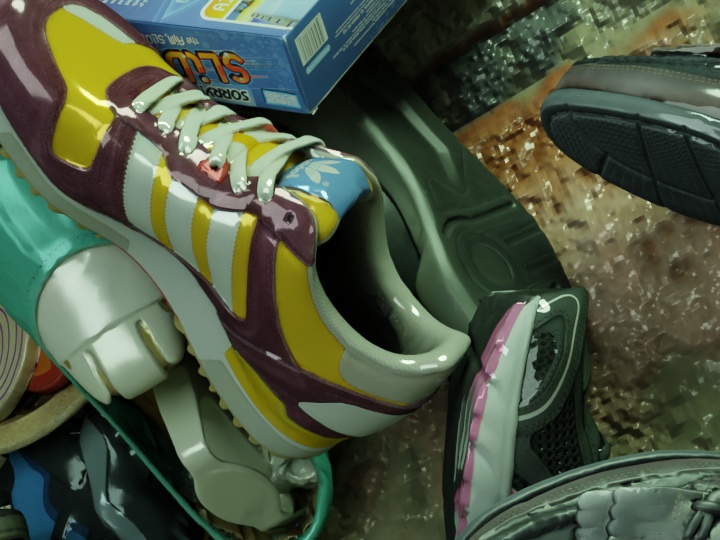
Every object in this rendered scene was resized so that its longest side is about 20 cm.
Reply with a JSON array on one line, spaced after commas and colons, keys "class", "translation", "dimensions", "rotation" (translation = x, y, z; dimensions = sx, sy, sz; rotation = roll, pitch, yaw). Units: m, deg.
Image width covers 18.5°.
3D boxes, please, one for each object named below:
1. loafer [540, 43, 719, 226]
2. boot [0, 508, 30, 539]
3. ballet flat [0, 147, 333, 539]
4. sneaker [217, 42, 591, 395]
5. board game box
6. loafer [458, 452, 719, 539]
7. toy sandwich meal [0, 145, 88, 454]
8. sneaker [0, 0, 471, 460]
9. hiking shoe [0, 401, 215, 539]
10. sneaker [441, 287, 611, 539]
[{"class": "loafer", "translation": [0.162, -0.046, 0.758], "dimensions": [0.200, 0.072, 0.063], "rotation": [16, 68, 27]}, {"class": "boot", "translation": [-0.151, 0.187, 0.844], "dimensions": [0.204, 0.073, 0.154], "rotation": [-54, 51, 58]}, {"class": "ballet flat", "translation": [-0.069, 0.035, 0.797], "dimensions": [0.067, 0.200, 0.070], "rotation": [-37, 32, 4]}, {"class": "sneaker", "translation": [0.000, 0.000, 0.838], "dimensions": [0.199, 0.076, 0.114], "rotation": [49, 122, 19]}, {"class": "board game box", "translation": [-0.027, -0.138, 0.839], "dimensions": [0.135, 0.034, 0.200], "rotation": [11, 46, 33]}, {"class": "loafer", "translation": [0.128, 0.092, 0.671], "dimensions": [0.200, 0.063, 0.072], "rotation": [-1, 87, -6]}, {"class": "toy sandwich meal", "translation": [-0.161, -0.024, 0.876], "dimensions": [0.205, 0.070, 0.205], "rotation": [-11, 72, 36]}, {"class": "sneaker", "translation": [-0.044, -0.031, 0.741], "dimensions": [0.090, 0.075, 0.200], "rotation": [-30, 106, 42]}, {"class": "hiking shoe", "translation": [-0.084, 0.130, 0.864], "dimensions": [0.087, 0.074, 0.200], "rotation": [-46, 50, 25]}, {"class": "sneaker", "translation": [0.071, 0.099, 0.750], "dimensions": [0.086, 0.080, 0.200], "rotation": [1, 108, -3]}]
